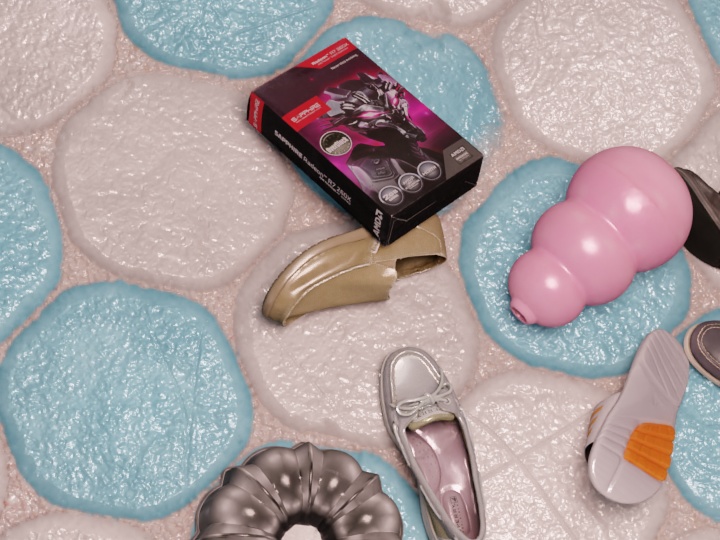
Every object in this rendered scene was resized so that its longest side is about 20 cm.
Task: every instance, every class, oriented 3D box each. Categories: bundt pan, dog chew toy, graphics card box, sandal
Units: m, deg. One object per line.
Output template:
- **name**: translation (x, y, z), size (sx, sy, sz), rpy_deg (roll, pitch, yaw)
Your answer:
- **bundt pan**: translation (-0.049, 0.242, 1.520), size (0.202, 0.076, 0.202), rpy_deg (3, 71, -9)
- **dog chew toy**: translation (0.220, -0.025, 1.635), size (0.200, 0.125, 0.125), rpy_deg (-43, 83, -11)
- **graphics card box**: translation (0.003, -0.125, 1.628), size (0.125, 0.051, 0.200), rpy_deg (-33, 64, -29)
- **sandal**: translation (0.255, 0.144, 1.618), size (0.079, 0.059, 0.207), rpy_deg (42, 48, -11)

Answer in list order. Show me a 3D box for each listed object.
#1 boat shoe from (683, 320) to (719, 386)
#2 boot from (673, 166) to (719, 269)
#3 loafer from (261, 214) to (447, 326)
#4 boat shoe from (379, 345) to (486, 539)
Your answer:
- **boat shoe**: translation (0.410, 0.092, 1.651), size (0.200, 0.063, 0.073), rpy_deg (23, 69, -3)
- **boot**: translation (0.413, -0.060, 1.711), size (0.174, 0.069, 0.200), rpy_deg (-39, 86, -24)
- **loafer**: translation (0.000, 0.000, 1.608), size (0.200, 0.076, 0.067), rpy_deg (-31, 73, -17)
- **boat shoe**: translation (0.071, 0.160, 1.572), size (0.074, 0.065, 0.202), rpy_deg (-11, 74, -13)
